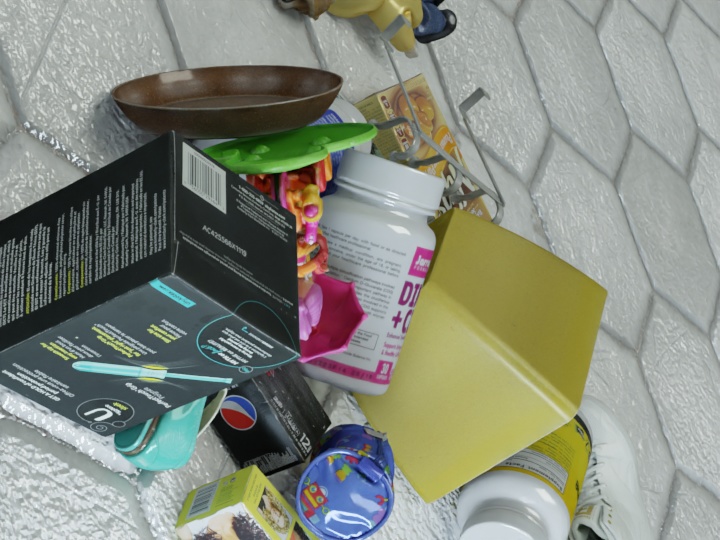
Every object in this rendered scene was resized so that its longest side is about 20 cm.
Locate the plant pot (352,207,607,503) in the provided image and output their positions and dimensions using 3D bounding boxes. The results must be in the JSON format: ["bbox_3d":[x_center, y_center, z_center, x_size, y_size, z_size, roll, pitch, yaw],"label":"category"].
[{"bbox_3d":[0.091,0.063,1.858,0.176,0.200,0.200,44,36,-15],"label":"plant pot"}]

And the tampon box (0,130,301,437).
[{"bbox_3d":[-0.167,0.015,1.457,0.150,0.200,0.126,35,42,-43],"label":"tampon box"}]

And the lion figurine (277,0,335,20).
[{"bbox_3d":[-0.071,-0.362,1.995,0.123,0.072,0.200,82,-7,-64],"label":"lion figurine"}]

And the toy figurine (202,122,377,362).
[{"bbox_3d":[-0.048,-0.014,1.589,0.200,0.150,0.184,-78,159,-79],"label":"toy figurine"}]

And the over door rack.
[{"bbox_3d":[0.074,-0.141,1.983,0.148,0.067,0.200,38,32,-35],"label":"over door rack"}]

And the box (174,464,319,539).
[{"bbox_3d":[-0.060,0.252,1.590,0.200,0.075,0.050,51,31,-23],"label":"box"}]

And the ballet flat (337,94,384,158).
[{"bbox_3d":[-0.016,-0.113,1.935,0.200,0.074,0.074,55,32,-22],"label":"ballet flat"}]

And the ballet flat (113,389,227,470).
[{"bbox_3d":[-0.132,0.067,1.557,0.070,0.067,0.200,31,74,-38],"label":"ballet flat"}]

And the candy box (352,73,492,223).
[{"bbox_3d":[0.064,-0.097,2.044,0.115,0.055,0.200,-32,96,-58],"label":"candy box"}]

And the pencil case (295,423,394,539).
[{"bbox_3d":[-0.008,0.176,1.644,0.078,0.087,0.200,39,2,0],"label":"pencil case"}]

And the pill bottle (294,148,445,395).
[{"bbox_3d":[0.000,0.000,1.727,0.113,0.113,0.200,14,96,-54],"label":"pill bottle"}]

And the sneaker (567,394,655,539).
[{"bbox_3d":[0.254,0.236,2.098,0.116,0.074,0.200,-20,88,-63],"label":"sneaker"}]

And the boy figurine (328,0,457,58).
[{"bbox_3d":[0.032,-0.288,2.118,0.200,0.064,0.124,-2,71,-57],"label":"boy figurine"}]

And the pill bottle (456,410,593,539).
[{"bbox_3d":[0.158,0.216,1.920,0.112,0.112,0.200,54,33,-20],"label":"pill bottle"}]

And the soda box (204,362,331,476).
[{"bbox_3d":[-0.109,0.074,1.645,0.200,0.063,0.071,59,30,-13],"label":"soda box"}]

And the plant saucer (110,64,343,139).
[{"bbox_3d":[-0.113,-0.144,1.684,0.200,0.200,0.035,-32,124,-60],"label":"plant saucer"}]

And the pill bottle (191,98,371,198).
[{"bbox_3d":[-0.068,-0.099,1.781,0.200,0.112,0.112,-30,96,-60],"label":"pill bottle"}]
